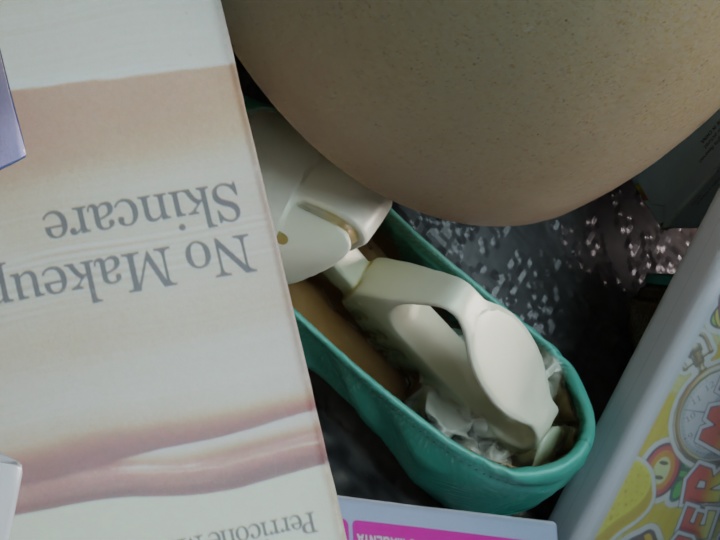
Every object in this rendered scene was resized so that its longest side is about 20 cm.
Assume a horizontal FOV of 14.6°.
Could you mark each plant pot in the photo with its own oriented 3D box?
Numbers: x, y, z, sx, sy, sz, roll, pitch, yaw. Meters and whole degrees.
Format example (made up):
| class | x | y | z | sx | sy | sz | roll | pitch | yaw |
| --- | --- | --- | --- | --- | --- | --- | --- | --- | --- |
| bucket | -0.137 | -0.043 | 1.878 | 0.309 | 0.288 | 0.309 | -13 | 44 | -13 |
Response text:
| class | x | y | z | sx | sy | sz | roll | pitch | yaw |
| --- | --- | --- | --- | --- | --- | --- | --- | --- | --- |
| plant pot | 0.063 | -0.126 | 0.793 | 0.200 | 0.134 | 0.201 | 14 | 67 | -35 |

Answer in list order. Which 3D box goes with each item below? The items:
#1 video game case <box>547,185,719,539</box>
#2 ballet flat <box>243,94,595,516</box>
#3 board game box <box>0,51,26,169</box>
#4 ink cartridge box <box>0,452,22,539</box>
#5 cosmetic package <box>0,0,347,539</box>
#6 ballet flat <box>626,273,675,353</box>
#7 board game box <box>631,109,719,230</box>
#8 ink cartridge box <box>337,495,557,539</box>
| class | x | y | z | sx | sy | sz | roll | pitch | yaw |
| --- | --- | --- | --- | --- | --- | --- | --- | --- | --- |
| video game case | 0.163 | 0.052 | 0.928 | 0.182 | 0.023 | 0.200 | 22 | 98 | -32 |
| ballet flat | 0.000 | 0.000 | 0.851 | 0.200 | 0.070 | 0.067 | 42 | 53 | -21 |
| board game box | -0.190 | -0.020 | 0.615 | 0.135 | 0.200 | 0.035 | -29 | 114 | -41 |
| ink cartridge box | -0.153 | 0.116 | 0.590 | 0.085 | 0.144 | 0.200 | 13 | 90 | -30 |
| cosmetic package | -0.082 | -0.003 | 0.757 | 0.103 | 0.087 | 0.200 | -12 | 82 | -22 |
| ballet flat | 0.173 | 0.041 | 0.992 | 0.200 | 0.068 | 0.072 | 3 | 94 | -39 |
| board game box | 0.180 | -0.087 | 0.989 | 0.200 | 0.105 | 0.103 | -1 | 52 | -40 |
| ink cartridge box | 0.011 | 0.168 | 0.825 | 0.119 | 0.042 | 0.200 | 11 | 70 | -36 |
